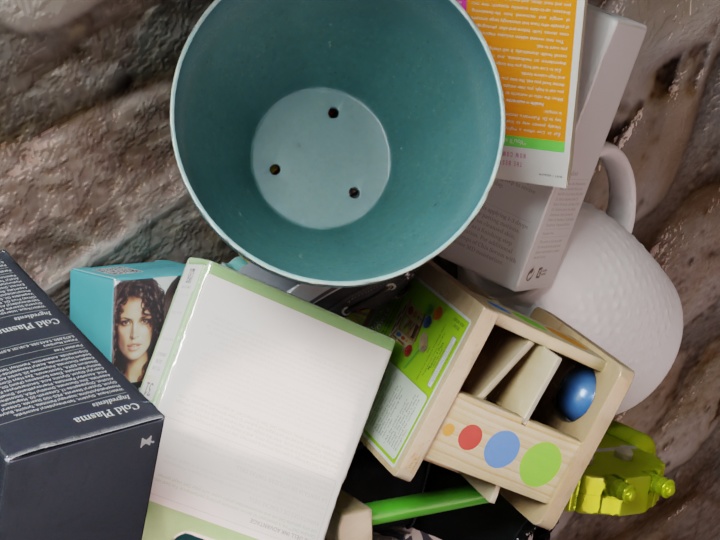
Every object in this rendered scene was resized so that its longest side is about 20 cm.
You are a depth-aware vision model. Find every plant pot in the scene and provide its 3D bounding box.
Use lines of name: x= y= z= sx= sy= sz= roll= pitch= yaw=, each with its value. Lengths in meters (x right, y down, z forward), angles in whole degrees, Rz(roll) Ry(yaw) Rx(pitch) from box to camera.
plant pot: x=-0.019 y=-0.082 z=1.092 sx=0.200 sy=0.200 sz=0.135 roll=-44 pitch=178 yaw=-10

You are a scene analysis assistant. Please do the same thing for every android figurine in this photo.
android figurine: x=0.156 y=0.145 z=1.380 sx=0.181 sy=0.199 sz=0.041 roll=1 pitch=103 yaw=-38

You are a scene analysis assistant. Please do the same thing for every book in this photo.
book: x=0.080 y=-0.162 z=1.136 sx=0.048 sy=0.132 sz=0.202 roll=-66 pitch=161 yaw=-63

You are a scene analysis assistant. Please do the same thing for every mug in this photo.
mug: x=0.165 y=-0.006 z=1.377 sx=0.175 sy=0.147 sz=0.201 roll=39 pitch=70 yaw=-51

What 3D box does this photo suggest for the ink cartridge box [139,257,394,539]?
ink cartridge box: x=-0.075 y=0.111 z=1.114 sx=0.145 sy=0.048 sz=0.202 roll=24 pitch=83 yaw=-26

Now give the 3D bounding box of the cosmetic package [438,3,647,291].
cosmetic package: x=0.115 y=-0.097 z=1.243 sx=0.071 sy=0.101 sz=0.202 roll=-5 pitch=118 yaw=-62

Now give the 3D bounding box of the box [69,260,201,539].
box: x=-0.144 y=0.098 z=1.138 sx=0.082 sy=0.049 sz=0.202 roll=-6 pitch=102 yaw=-44

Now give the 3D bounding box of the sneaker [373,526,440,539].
sneaker: x=0.014 y=0.253 z=1.469 sx=0.198 sy=0.079 sz=0.131 roll=-24 pitch=128 yaw=-47

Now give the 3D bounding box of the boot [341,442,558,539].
boot: x=0.059 y=0.188 z=1.357 sx=0.198 sy=0.161 sz=0.074 roll=-18 pitch=128 yaw=-64

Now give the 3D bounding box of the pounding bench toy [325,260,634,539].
pounding bench toy: x=0.070 y=0.117 z=1.214 sx=0.155 sy=0.124 sz=0.201 roll=24 pitch=98 yaw=-30

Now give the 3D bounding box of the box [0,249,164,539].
box: x=-0.218 y=0.125 z=1.030 sx=0.103 sy=0.182 sz=0.202 roll=-14 pitch=129 yaw=-39

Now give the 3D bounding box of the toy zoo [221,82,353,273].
toy zoo: x=-0.023 y=-0.064 z=1.218 sx=0.200 sy=0.020 sz=0.131 roll=-45 pitch=143 yaw=-10

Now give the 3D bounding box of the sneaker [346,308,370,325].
sneaker: x=0.004 y=0.056 z=1.306 sx=0.078 sy=0.091 sz=0.199 roll=-32 pitch=141 yaw=32

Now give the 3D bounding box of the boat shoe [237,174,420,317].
boat shoe: x=0.000 y=0.000 z=1.178 sx=0.199 sy=0.070 sz=0.066 roll=-31 pitch=132 yaw=10
